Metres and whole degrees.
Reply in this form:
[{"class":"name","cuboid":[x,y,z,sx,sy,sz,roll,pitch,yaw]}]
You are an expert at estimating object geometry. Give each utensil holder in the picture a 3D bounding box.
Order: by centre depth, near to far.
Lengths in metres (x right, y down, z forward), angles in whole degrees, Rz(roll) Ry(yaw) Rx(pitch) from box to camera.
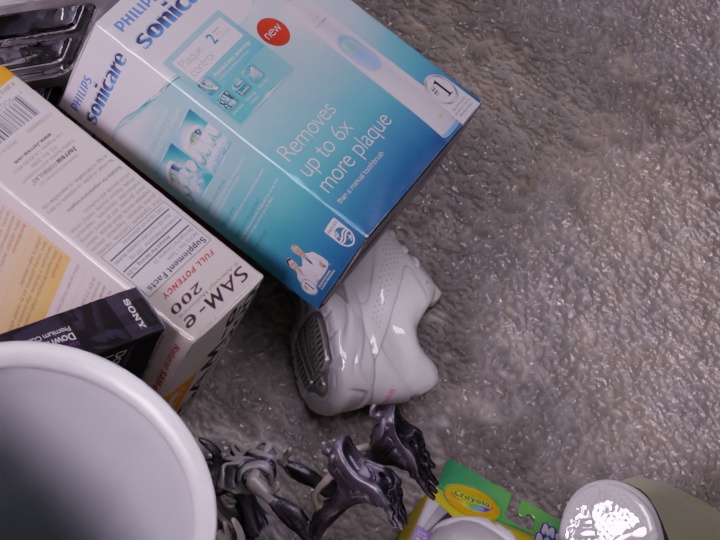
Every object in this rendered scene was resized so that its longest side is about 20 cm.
[{"class":"utensil holder","cuboid":[-0.180,0.159,1.105,0.169,0.200,0.170,12,52,-16]}]

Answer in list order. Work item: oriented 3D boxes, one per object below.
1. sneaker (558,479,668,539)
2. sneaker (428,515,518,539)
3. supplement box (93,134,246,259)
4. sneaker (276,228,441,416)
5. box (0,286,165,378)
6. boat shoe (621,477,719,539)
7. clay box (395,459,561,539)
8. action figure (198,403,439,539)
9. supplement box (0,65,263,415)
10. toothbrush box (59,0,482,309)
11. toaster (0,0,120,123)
[{"class":"sneaker","cuboid":[0.160,0.216,1.264,0.077,0.082,0.201,0,92,20]},{"class":"sneaker","cuboid":[0.078,0.225,1.185,0.082,0.075,0.200,-10,65,-35]},{"class":"supplement box","cuboid":[-0.105,-0.105,1.400,0.110,0.086,0.200,18,52,-11]},{"class":"sneaker","cuboid":[0.000,0.000,1.387,0.099,0.078,0.201,4,64,-28]},{"class":"box","cuboid":[-0.210,0.087,1.181,0.200,0.143,0.036,-18,64,-33]},{"class":"boat shoe","cuboid":[0.224,0.204,1.333,0.201,0.063,0.074,37,49,2]},{"class":"clay box","cuboid":[0.058,0.215,1.264,0.115,0.048,0.200,31,49,-4]},{"class":"action figure","cuboid":[-0.062,0.140,1.223,0.102,0.199,0.119,69,23,-15]},{"class":"supplement box","cuboid":[-0.168,-0.005,1.276,0.200,0.126,0.074,39,49,6]},{"class":"toothbrush box","cuboid":[-0.053,-0.099,1.308,0.200,0.085,0.146,38,49,4]},{"class":"toaster","cuboid":[-0.242,-0.155,1.315,0.199,0.181,0.119,-13,63,-31]}]
